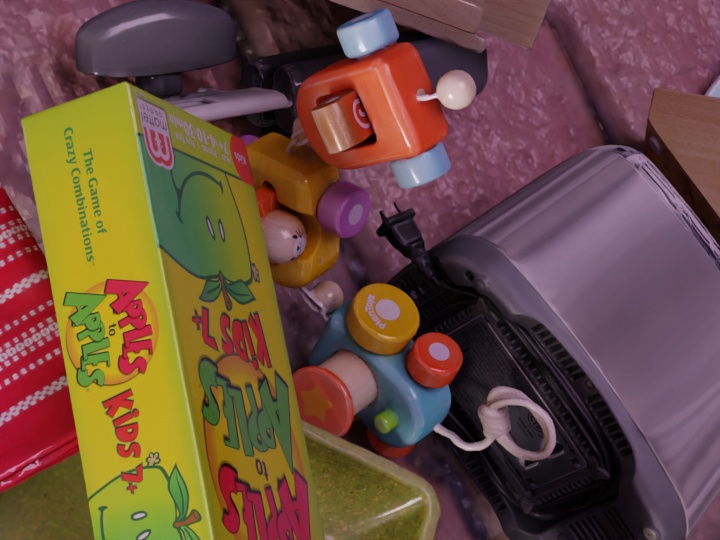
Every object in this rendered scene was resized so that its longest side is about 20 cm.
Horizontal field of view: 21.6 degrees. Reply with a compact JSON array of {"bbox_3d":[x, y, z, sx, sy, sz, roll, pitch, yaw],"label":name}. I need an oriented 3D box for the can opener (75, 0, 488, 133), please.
[{"bbox_3d":[-0.030,-0.091,0.848,0.200,0.053,0.067,-9,108,-34],"label":"can opener"}]

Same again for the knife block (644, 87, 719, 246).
[{"bbox_3d":[0.259,-0.038,0.923,0.175,0.064,0.200,-32,71,-6],"label":"knife block"}]

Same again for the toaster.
[{"bbox_3d":[0.098,0.032,0.851,0.129,0.114,0.200,-36,90,-38],"label":"toaster"}]

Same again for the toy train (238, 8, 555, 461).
[{"bbox_3d":[0.000,0.000,0.770,0.056,0.150,0.200,-32,110,-37],"label":"toy train"}]

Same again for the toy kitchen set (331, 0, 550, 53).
[{"bbox_3d":[0.019,-0.203,0.812,0.200,0.163,0.181,18,101,-20],"label":"toy kitchen set"}]

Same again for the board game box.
[{"bbox_3d":[-0.065,0.040,0.703,0.102,0.048,0.200,22,53,-67],"label":"board game box"}]

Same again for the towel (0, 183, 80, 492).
[{"bbox_3d":[-0.191,0.008,0.711,0.144,0.022,0.200,-28,75,-24],"label":"towel"}]

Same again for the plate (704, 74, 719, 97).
[{"bbox_3d":[0.266,-0.042,0.975,0.200,0.026,0.201,-3,67,8],"label":"plate"}]

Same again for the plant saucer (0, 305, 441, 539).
[{"bbox_3d":[-0.084,0.141,0.745,0.199,0.048,0.200,27,62,-18],"label":"plant saucer"}]
